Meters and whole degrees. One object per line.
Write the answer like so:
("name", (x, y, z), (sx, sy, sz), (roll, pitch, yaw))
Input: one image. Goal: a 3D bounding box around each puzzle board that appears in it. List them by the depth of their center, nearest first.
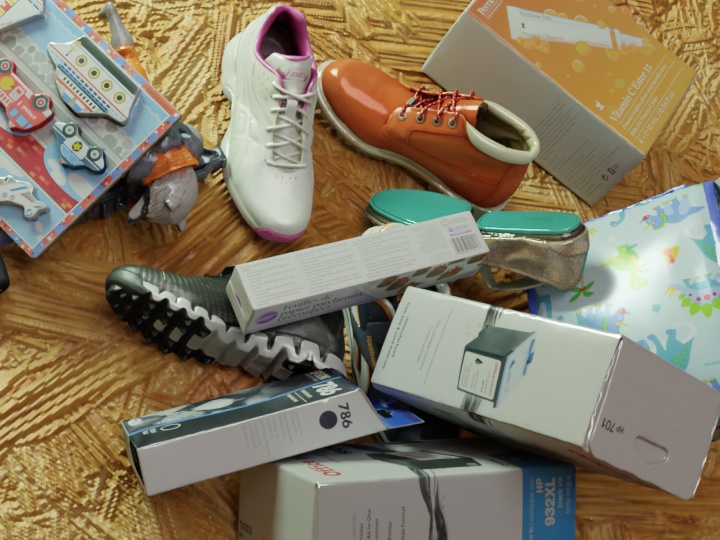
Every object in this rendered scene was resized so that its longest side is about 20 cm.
("puzzle board", (-0.253, -0.128, 1.132), (0.200, 0.017, 0.151), (44, 85, 11))

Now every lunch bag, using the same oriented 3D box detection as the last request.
("lunch bag", (0.229, 0.043, 1.228), (0.127, 0.170, 0.200), (29, 45, -62))

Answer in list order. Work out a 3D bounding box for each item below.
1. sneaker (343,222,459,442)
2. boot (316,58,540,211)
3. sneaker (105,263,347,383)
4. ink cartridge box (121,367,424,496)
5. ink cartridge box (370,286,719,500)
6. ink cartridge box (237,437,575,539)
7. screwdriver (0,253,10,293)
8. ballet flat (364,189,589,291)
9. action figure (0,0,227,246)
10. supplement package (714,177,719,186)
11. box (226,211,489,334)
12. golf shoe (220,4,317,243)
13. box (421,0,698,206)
("sneaker", (0.034, 0.058, 1.199), (0.078, 0.079, 0.200), (-10, 71, -29))
("boot", (0.056, -0.130, 1.288), (0.200, 0.107, 0.075), (31, 58, -5))
("sneaker", (-0.096, 0.028, 1.164), (0.200, 0.066, 0.091), (22, 55, -17))
("ink cartridge box", (-0.064, 0.106, 1.085), (0.200, 0.099, 0.039), (-13, 98, -14))
("ink cartridge box", (0.132, 0.087, 1.099), (0.146, 0.200, 0.086), (28, 77, -44))
("ink cartridge box", (0.030, 0.171, 1.086), (0.200, 0.145, 0.084), (0, 93, -25))
("screwdriver", (-0.305, -0.070, 1.138), (0.028, 0.029, 0.200), (-17, 74, -31))
("ballet flat", (0.090, -0.018, 1.241), (0.068, 0.200, 0.067), (-36, 128, -44))
("action figure", (-0.200, -0.103, 1.161), (0.200, 0.105, 0.193), (-31, 72, -34))
("supplement package", (0.375, -0.008, 1.313), (0.151, 0.200, 0.152), (-5, 67, -26))
("box", (0.000, 0.000, 1.145), (0.200, 0.039, 0.041), (-15, 65, -25))
("golf shoe", (-0.069, -0.122, 1.235), (0.075, 0.092, 0.200), (2, 66, -25))
("box", (0.178, -0.178, 1.372), (0.200, 0.097, 0.124), (38, 56, -2))
